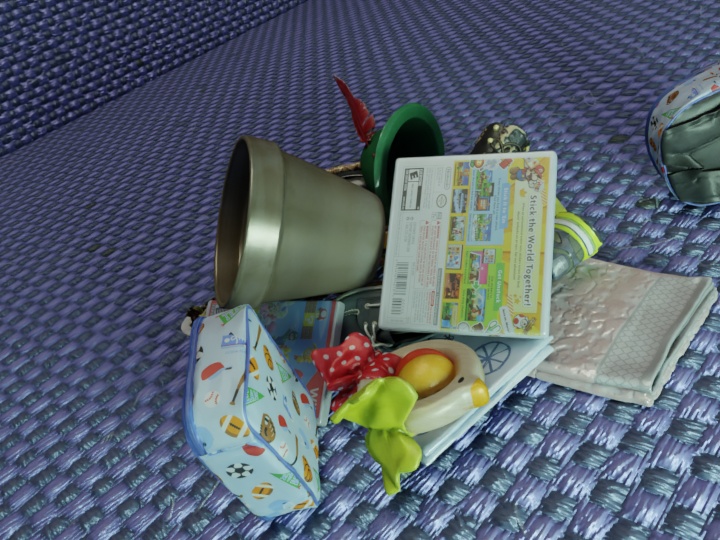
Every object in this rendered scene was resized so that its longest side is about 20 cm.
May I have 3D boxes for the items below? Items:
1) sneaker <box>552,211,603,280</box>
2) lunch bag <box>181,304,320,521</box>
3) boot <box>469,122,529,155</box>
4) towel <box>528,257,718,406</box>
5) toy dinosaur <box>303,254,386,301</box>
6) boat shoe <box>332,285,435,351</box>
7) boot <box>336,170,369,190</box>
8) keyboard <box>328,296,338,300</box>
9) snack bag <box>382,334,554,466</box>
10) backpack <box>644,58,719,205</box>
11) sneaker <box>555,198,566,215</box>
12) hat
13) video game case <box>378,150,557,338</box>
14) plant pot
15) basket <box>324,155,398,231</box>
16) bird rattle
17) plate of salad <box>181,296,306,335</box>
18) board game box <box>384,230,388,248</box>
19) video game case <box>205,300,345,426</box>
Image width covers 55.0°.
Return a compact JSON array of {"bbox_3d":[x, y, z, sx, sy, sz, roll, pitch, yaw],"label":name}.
[{"bbox_3d":[0.199,-0.026,0.862,0.081,0.074,0.200,-40,15,-21],"label":"sneaker"},{"bbox_3d":[-0.099,0.138,0.674,0.075,0.200,0.161,-17,43,6],"label":"lunch bag"},{"bbox_3d":[0.173,-0.129,0.921,0.151,0.073,0.200,-58,4,-12],"label":"boot"},{"bbox_3d":[0.264,0.055,0.763,0.190,0.032,0.200,11,41,42],"label":"towel"},{"bbox_3d":[0.000,0.000,0.937,0.106,0.061,0.200,5,27,40],"label":"toy dinosaur"},{"bbox_3d":[0.027,0.059,0.805,0.199,0.073,0.062,-17,25,16],"label":"boat shoe"},{"bbox_3d":[-0.063,-0.056,0.965,0.197,0.074,0.163,-11,37,15],"label":"boot"},{"bbox_3d":[-0.078,0.085,0.918,0.199,0.040,0.104,-20,16,-11],"label":"keyboard"},{"bbox_3d":[0.084,0.108,0.764,0.188,0.021,0.200,-40,28,-16],"label":"snack bag"},{"bbox_3d":[0.468,-0.181,0.887,0.190,0.201,0.154,-22,24,9],"label":"backpack"},{"bbox_3d":[0.236,-0.115,0.997,0.078,0.091,0.200,-20,31,-4],"label":"sneaker"},{"bbox_3d":[0.006,-0.151,0.956,0.175,0.166,0.200,9,45,34],"label":"hat"},{"bbox_3d":[0.116,-0.030,0.752,0.181,0.023,0.201,1,75,23],"label":"video game case"},{"bbox_3d":[-0.071,-0.045,0.821,0.173,0.201,0.200,8,23,-21],"label":"plant pot"},{"bbox_3d":[0.007,-0.130,1.096,0.199,0.150,0.143,-13,31,13],"label":"basket"},{"bbox_3d":[0.043,0.122,0.693,0.162,0.113,0.200,-18,13,-1],"label":"bird rattle"},{"bbox_3d":[-0.161,0.040,0.985,0.199,0.048,0.200,-14,18,5],"label":"plate of salad"},{"bbox_3d":[0.020,-0.039,1.012,0.199,0.030,0.096,-13,4,15],"label":"board game box"},{"bbox_3d":[-0.117,0.106,0.833,0.199,0.017,0.144,-1,71,29],"label":"video game case"}]
